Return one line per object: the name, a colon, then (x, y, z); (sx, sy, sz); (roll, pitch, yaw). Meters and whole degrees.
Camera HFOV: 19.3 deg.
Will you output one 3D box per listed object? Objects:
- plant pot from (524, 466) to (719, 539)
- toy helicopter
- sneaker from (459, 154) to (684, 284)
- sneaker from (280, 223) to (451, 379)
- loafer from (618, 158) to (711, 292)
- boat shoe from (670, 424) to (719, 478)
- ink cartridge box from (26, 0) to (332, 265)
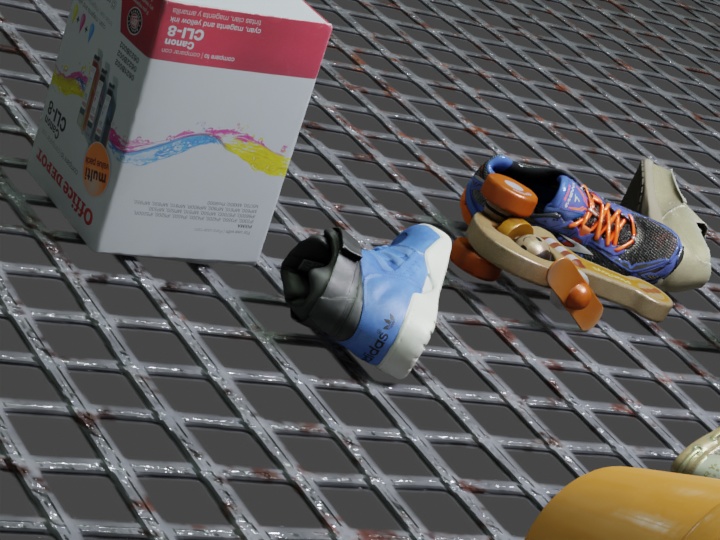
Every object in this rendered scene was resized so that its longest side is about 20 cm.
plant pot: (0.183, 0.191, 1.128); (0.199, 0.202, 0.183); (5, 9, -37)
toy helicopter: (0.177, 0.003, 1.734); (0.199, 0.079, 0.132); (20, 16, -25)
sneaker: (0.180, -0.042, 1.810); (0.198, 0.079, 0.076); (17, 63, 7)
sneaker: (0.001, -0.001, 1.559); (0.111, 0.077, 0.200); (29, 26, -7)
loafer: (0.276, -0.033, 1.928); (0.068, 0.076, 0.201); (19, 30, -9)
boat shoe: (0.283, 0.121, 1.538); (0.062, 0.074, 0.200); (30, 23, 15)
ink cartridge box: (-0.137, -0.125, 1.563); (0.144, 0.201, 0.145); (3, 26, -33)
